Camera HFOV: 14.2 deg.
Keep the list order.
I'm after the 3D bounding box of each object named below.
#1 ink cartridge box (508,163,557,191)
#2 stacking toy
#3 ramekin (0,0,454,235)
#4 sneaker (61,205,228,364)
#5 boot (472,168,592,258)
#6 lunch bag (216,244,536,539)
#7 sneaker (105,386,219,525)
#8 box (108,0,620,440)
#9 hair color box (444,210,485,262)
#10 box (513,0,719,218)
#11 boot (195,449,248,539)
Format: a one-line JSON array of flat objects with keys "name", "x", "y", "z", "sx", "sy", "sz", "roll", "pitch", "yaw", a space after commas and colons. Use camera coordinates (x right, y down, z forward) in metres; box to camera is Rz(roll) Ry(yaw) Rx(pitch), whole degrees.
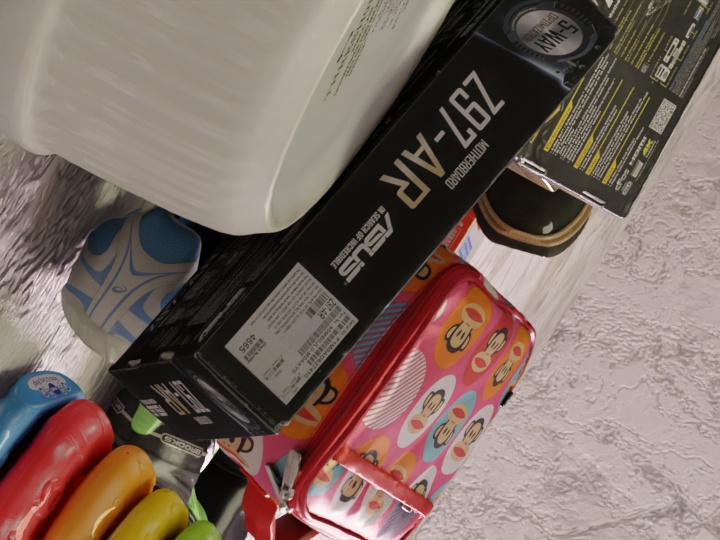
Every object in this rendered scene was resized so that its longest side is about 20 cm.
[{"name": "ink cartridge box", "x": 0.099, "y": -0.163, "z": 1.489, "sx": 0.201, "sy": 0.075, "sz": 0.165, "roll": -57, "pitch": 148, "yaw": -3}, {"name": "stacking toy", "x": -0.086, "y": 0.139, "z": 1.218, "sx": 0.110, "sy": 0.199, "sz": 0.116, "roll": -59, "pitch": 171, "yaw": 8}, {"name": "ramekin", "x": -0.031, "y": -0.107, "z": 0.974, "sx": 0.201, "sy": 0.105, "sz": 0.200, "roll": -57, "pitch": 172, "yaw": -13}, {"name": "sneaker", "x": -0.070, "y": 0.003, "z": 1.256, "sx": 0.072, "sy": 0.072, "sz": 0.200, "roll": -44, "pitch": 174, "yaw": 10}, {"name": "boot", "x": 0.121, "y": -0.116, "z": 1.693, "sx": 0.201, "sy": 0.077, "sz": 0.139, "roll": -75, "pitch": -178, "yaw": -49}, {"name": "lunch bag", "x": 0.002, "y": 0.069, "z": 1.468, "sx": 0.177, "sy": 0.082, "sz": 0.200, "roll": -54, "pitch": 160, "yaw": -1}, {"name": "sneaker", "x": -0.119, "y": 0.125, "z": 1.469, "sx": 0.084, "sy": 0.076, "sz": 0.201, "roll": -45, "pitch": 156, "yaw": -35}, {"name": "box", "x": -0.003, "y": -0.024, "z": 1.104, "sx": 0.200, "sy": 0.044, "sz": 0.160, "roll": -49, "pitch": -171, "yaw": -14}, {"name": "hair color box", "x": 0.012, "y": 0.026, "z": 1.895, "sx": 0.201, "sy": 0.064, "sz": 0.111, "roll": -57, "pitch": 173, "yaw": -4}, {"name": "box", "x": 0.131, "y": -0.137, "z": 1.440, "sx": 0.159, "sy": 0.049, "sz": 0.201, "roll": 22, "pitch": 98, "yaw": -57}, {"name": "boot", "x": -0.084, "y": 0.123, "z": 1.648, "sx": 0.163, "sy": 0.073, "sz": 0.198, "roll": -58, "pitch": 175, "yaw": 5}]
